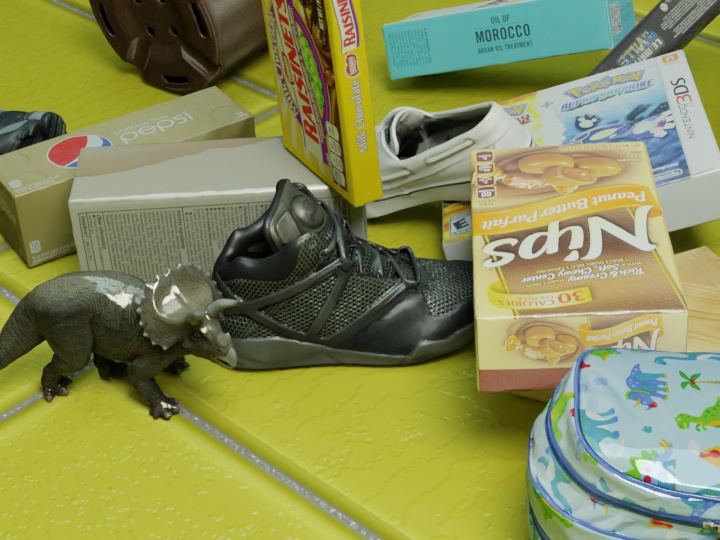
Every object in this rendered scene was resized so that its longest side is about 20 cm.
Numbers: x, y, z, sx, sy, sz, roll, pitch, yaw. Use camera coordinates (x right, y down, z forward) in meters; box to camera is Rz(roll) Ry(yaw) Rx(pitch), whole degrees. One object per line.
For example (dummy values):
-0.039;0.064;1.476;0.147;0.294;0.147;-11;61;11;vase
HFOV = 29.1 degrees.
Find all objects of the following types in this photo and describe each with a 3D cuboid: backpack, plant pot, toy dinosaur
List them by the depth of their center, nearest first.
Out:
0.183;0.113;0.710;0.199;0.154;0.163;-7;38;19;backpack
-0.158;0.034;0.865;0.199;0.103;0.077;8;35;13;toy dinosaur
-0.128;-0.273;1.246;0.200;0.201;0.198;20;48;30;plant pot

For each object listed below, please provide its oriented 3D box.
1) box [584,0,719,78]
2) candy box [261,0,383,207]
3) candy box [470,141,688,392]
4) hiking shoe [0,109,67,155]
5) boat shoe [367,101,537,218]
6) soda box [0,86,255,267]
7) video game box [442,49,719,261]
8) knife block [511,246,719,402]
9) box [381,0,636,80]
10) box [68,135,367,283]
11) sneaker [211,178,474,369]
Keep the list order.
0.252;-0.198;1.104;0.035;0.200;0.110;48;49;4;box
-0.030;-0.146;0.869;0.026;0.201;0.102;-22;39;-19;candy box
0.125;-0.008;0.832;0.115;0.056;0.200;-3;31;5;candy box
-0.320;-0.072;1.072;0.086;0.075;0.200;13;27;34;hiking shoe
0.040;-0.088;1.000;0.199;0.065;0.074;-8;40;44;boat shoe
-0.178;-0.075;1.059;0.199;0.064;0.068;-23;39;-25;soda box
0.157;-0.078;1.011;0.199;0.047;0.182;-15;30;12;video game box
0.211;0.064;0.826;0.199;0.064;0.176;-14;35;-16;knife block
0.126;-0.204;1.177;0.199;0.049;0.082;-4;15;27;box
-0.095;-0.035;0.970;0.199;0.095;0.078;-3;34;-2;box
0.000;0.000;0.895;0.198;0.115;0.076;-2;36;-3;sneaker
